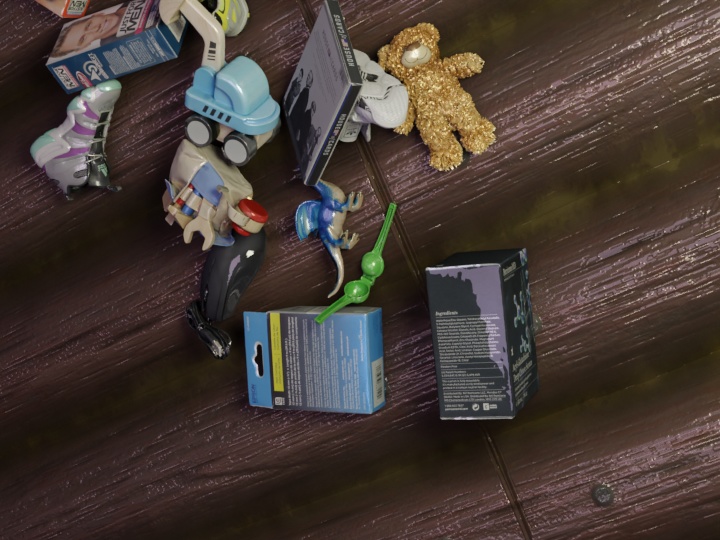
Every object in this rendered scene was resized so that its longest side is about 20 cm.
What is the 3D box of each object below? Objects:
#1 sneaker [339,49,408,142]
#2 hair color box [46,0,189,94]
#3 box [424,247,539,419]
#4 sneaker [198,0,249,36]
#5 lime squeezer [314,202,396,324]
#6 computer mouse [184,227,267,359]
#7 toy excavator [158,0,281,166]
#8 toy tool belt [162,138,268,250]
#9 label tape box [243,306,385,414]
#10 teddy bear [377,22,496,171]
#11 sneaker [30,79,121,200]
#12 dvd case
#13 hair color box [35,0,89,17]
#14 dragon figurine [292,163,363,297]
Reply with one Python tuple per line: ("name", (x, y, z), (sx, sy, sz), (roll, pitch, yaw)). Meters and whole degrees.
("sneaker", (0.004, -0.211, 1.689), (0.200, 0.074, 0.116), (-127, 36, -49))
("hair color box", (-0.352, -0.335, 1.832), (0.197, 0.101, 0.061), (-14, 133, 23))
("box", (0.164, 0.081, 1.673), (0.105, 0.148, 0.203), (-4, 98, 22))
("sneaker", (-0.227, -0.427, 1.785), (0.075, 0.076, 0.202), (-34, 85, 24))
("lime squeezer", (0.000, 0.000, 1.773), (0.037, 0.071, 0.201), (23, 75, 42))
("computer mouse", (-0.202, 0.016, 1.836), (0.138, 0.052, 0.202), (43, 110, 49))
("toy excavator", (-0.195, -0.278, 1.748), (0.192, 0.100, 0.202), (25, 128, 14))
("toy tool belt", (-0.213, -0.087, 1.789), (0.124, 0.124, 0.200), (-55, 51, 19))
("label tape box", (-0.066, 0.126, 1.819), (0.197, 0.066, 0.146), (1, 99, 24))
("teddy bear", (0.101, -0.234, 1.690), (0.143, 0.067, 0.203), (-10, 95, 21))
("sneaker", (-0.398, -0.184, 1.900), (0.199, 0.078, 0.141), (-39, 85, 32))
("dvd case", (-0.054, -0.236, 1.688), (0.201, 0.024, 0.152), (121, 142, -48))
("hair color box", (-0.433, -0.491, 1.864), (0.110, 0.064, 0.202), (31, 110, 14))
("dragon figurine", (-0.055, -0.069, 1.783), (0.098, 0.059, 0.203), (9, 98, 22))
